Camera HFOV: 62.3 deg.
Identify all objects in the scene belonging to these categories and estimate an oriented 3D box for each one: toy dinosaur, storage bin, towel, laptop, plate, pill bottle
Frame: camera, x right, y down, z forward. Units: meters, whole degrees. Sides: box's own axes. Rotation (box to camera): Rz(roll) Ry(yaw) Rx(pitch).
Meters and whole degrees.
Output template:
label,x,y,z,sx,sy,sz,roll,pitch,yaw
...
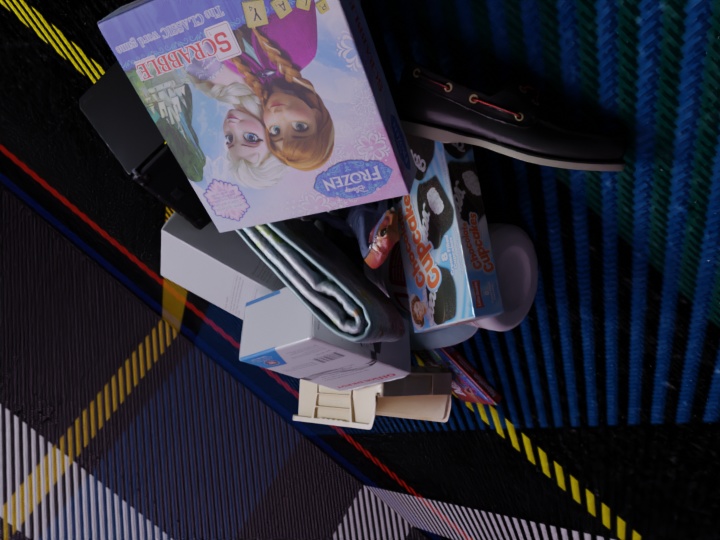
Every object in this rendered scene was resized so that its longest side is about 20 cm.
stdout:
label,x,y,z,sx,sy,sz,roll,pitch,yaw
toy dinosaur,0.016,-0.070,0.630,0.198,0.104,0.185,24,-143,-47
storage bin,0.024,0.207,1.002,0.195,0.097,0.197,-6,168,43
towel,-0.038,0.002,0.658,0.200,0.048,0.171,45,-170,16
laptop,-0.223,-0.189,0.774,0.200,0.176,0.104,43,-170,-48
plate,0.078,0.070,0.883,0.194,0.026,0.202,2,151,1
pill bottle,0.097,-0.001,0.698,0.197,0.113,0.113,9,144,49

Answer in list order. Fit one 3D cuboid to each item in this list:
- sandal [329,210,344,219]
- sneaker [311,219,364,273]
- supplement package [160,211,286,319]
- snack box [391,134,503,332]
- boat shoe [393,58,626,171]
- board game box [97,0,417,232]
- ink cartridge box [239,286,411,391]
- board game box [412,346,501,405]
label,x,y,z,sx,sy,sz,roll,pitch,yaw
sandal,-0.052,-0.084,0.843,0.198,0.048,0.076,12,146,45
sneaker,0.000,0.000,0.822,0.195,0.084,0.073,16,162,-15
supplement package,-0.185,-0.019,0.891,0.197,0.119,0.118,28,143,-1
snack box,0.076,-0.048,0.586,0.116,0.036,0.206,151,111,-65
boat shoe,0.121,-0.126,0.488,0.197,0.074,0.065,18,108,14
board game box,-0.076,-0.136,0.478,0.195,0.042,0.202,-8,127,25
ink cartridge box,-0.044,0.095,0.817,0.143,0.086,0.198,-20,147,37
board game box,0.148,0.161,1.032,0.200,0.020,0.102,45,157,-15
